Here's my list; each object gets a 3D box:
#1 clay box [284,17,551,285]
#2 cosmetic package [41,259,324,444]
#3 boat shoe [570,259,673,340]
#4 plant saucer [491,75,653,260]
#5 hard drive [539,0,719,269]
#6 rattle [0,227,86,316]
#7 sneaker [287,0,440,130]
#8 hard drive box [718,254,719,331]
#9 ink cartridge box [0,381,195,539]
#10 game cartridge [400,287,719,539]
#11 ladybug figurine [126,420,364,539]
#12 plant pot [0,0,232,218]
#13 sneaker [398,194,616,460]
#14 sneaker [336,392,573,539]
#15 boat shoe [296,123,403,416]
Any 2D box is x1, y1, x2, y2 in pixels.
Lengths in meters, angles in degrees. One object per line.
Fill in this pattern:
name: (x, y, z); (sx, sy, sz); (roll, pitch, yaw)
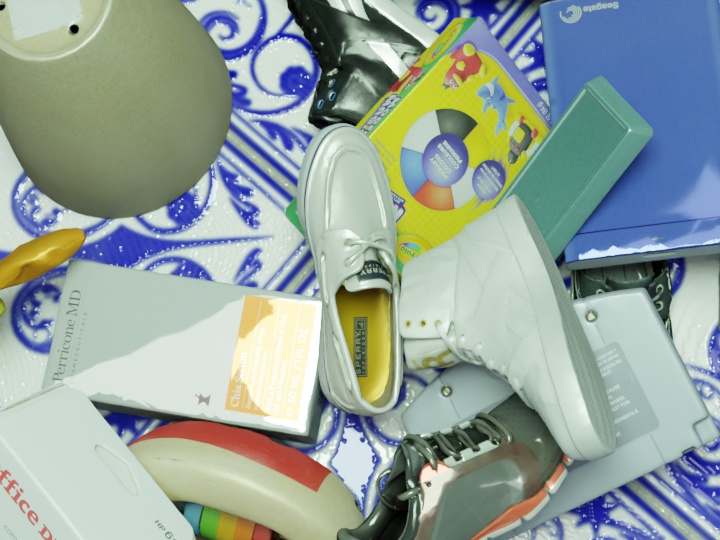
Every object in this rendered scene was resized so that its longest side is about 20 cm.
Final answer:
clay box: (0.048, -0.076, 0.904); (0.200, 0.048, 0.115); (-48, 113, -8)
cosmetic package: (-0.123, 0.061, 0.896); (0.197, 0.071, 0.103); (8, 78, 5)
boat shoe: (0.193, 0.004, 0.893); (0.073, 0.066, 0.203); (-3, 77, 2)
plant saucer: (0.125, -0.042, 0.866); (0.201, 0.019, 0.070); (-54, 47, 24)
hard drive: (0.204, -0.108, 0.875); (0.130, 0.025, 0.203); (-7, 73, 11)
rattle: (-0.260, 0.083, 0.879); (0.140, 0.130, 0.203); (-6, 81, -12)
sneaker: (-0.027, -0.174, 0.943); (0.199, 0.073, 0.112); (36, 80, 9)
hard drive box: (0.370, -0.030, 0.886); (0.196, 0.077, 0.159); (4, 78, 4)
ink cartridge box: (-0.223, 0.199, 0.814); (0.145, 0.084, 0.201); (46, 117, 12)
game cartridge: (0.135, 0.100, 0.859); (0.198, 0.040, 0.135); (-28, 88, 14)
ladybug figurine: (-0.084, 0.160, 0.849); (0.197, 0.137, 0.072); (20, 50, 5)
plant pot: (-0.200, -0.155, 0.884); (0.184, 0.200, 0.191); (-1, 78, 3)
sneaker: (0.088, 0.055, 0.794); (0.115, 0.074, 0.202); (-28, 48, 15)
sneaker: (0.065, 0.132, 0.790); (0.200, 0.077, 0.082); (-46, 116, -11)
boat shoe: (0.000, 0.000, 0.828); (0.070, 0.070, 0.204); (-2, 92, -22)
